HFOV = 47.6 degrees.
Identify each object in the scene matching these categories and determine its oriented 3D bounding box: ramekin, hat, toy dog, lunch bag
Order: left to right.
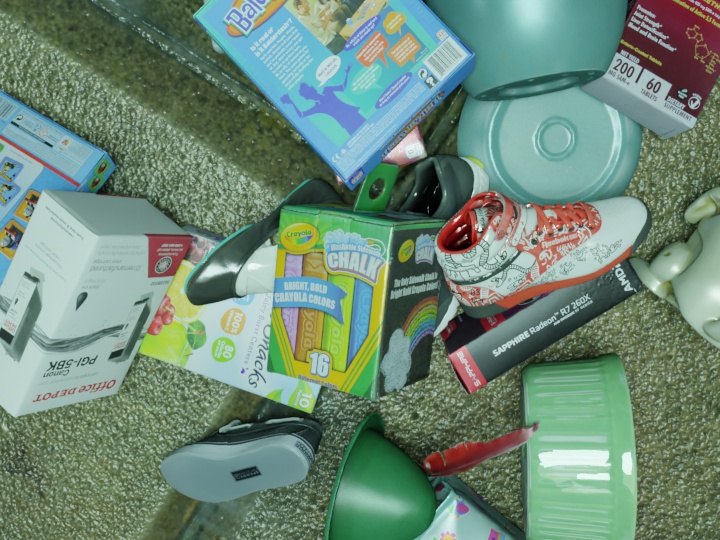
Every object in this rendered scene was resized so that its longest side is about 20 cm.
[{"bbox_3d":[0.070,0.241,0.815,0.173,0.201,0.167,13,62,16],"label":"hat"},{"bbox_3d":[0.089,0.347,0.887,0.170,0.122,0.201,39,92,-5],"label":"lunch bag"},{"bbox_3d":[0.213,0.185,0.824,0.096,0.200,0.204,-1,99,9],"label":"ramekin"},{"bbox_3d":[0.379,-0.032,0.791,0.139,0.194,0.201,40,104,8],"label":"toy dog"}]

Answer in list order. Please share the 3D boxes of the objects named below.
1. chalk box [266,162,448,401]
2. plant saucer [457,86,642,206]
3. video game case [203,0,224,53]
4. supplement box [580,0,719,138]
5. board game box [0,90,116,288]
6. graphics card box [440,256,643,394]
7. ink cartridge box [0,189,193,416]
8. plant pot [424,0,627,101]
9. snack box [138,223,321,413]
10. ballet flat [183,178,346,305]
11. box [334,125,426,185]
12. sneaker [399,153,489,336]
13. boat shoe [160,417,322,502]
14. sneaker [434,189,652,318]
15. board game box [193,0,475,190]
[{"bbox_3d":[0.000,0.000,0.765,0.122,0.124,0.204,10,98,28],"label":"chalk box"},{"bbox_3d":[0.201,-0.137,0.853,0.196,0.036,0.204,0,98,2],"label":"plant saucer"},{"bbox_3d":[-0.058,-0.313,0.751,0.197,0.022,0.185,-13,83,6],"label":"video game case"},{"bbox_3d":[0.314,-0.247,0.803,0.108,0.061,0.202,27,86,-3],"label":"supplement box"},{"bbox_3d":[-0.366,-0.067,0.817,0.150,0.037,0.201,29,72,14],"label":"board game box"},{"bbox_3d":[0.177,0.041,0.835,0.198,0.126,0.051,-31,96,6],"label":"graphics card box"},{"bbox_3d":[-0.273,0.031,0.805,0.082,0.146,0.202,35,106,20],"label":"ink cartridge box"},{"bbox_3d":[0.152,-0.247,0.746,0.197,0.201,0.164,-9,93,3],"label":"plant pot"},{"bbox_3d":[-0.121,0.050,0.880,0.197,0.053,0.144,20,99,-2],"label":"snack box"},{"bbox_3d":[-0.084,-0.024,0.813,0.068,0.068,0.200,33,59,23],"label":"ballet flat"},{"bbox_3d":[-0.005,-0.195,0.816,0.094,0.100,0.203,-17,98,5],"label":"box"},{"bbox_3d":[0.065,-0.027,0.840,0.084,0.074,0.203,13,92,-45],"label":"sneaker"},{"bbox_3d":[-0.131,0.198,0.895,0.197,0.068,0.074,-21,110,29],"label":"boat shoe"},{"bbox_3d":[0.165,-0.036,0.748,0.199,0.068,0.108,-26,133,11],"label":"sneaker"},{"bbox_3d":[-0.023,-0.196,0.701,0.152,0.045,0.200,-43,83,2],"label":"board game box"}]
